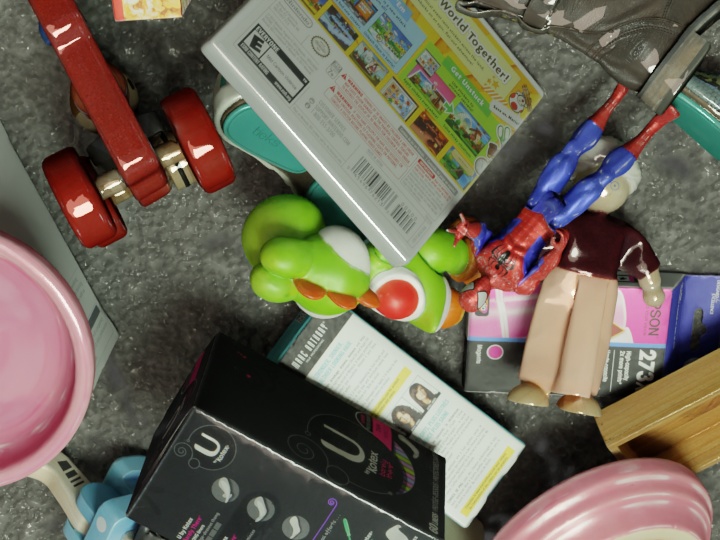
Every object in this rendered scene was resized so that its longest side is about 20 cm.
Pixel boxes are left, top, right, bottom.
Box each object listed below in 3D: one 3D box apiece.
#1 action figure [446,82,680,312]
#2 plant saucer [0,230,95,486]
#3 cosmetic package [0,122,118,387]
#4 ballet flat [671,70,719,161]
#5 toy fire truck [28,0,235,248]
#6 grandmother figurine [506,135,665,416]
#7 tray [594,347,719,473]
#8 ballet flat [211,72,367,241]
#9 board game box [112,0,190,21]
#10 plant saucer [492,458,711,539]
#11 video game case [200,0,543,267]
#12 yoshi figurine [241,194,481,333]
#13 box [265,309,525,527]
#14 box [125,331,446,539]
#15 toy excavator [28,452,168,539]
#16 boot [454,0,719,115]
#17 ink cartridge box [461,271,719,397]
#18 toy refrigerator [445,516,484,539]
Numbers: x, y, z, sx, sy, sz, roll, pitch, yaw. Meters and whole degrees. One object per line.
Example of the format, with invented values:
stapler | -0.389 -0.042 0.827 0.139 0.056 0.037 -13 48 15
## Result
action figure | 0.131 -0.051 1.026 0.065 0.099 0.200 40 95 13
plant saucer | -0.279 0.053 1.030 0.200 0.051 0.201 0 112 1
cosmetic package | -0.321 0.025 1.113 0.199 0.123 0.201 -23 108 11
ballet flat | 0.291 -0.093 1.078 0.200 0.074 0.074 42 108 -16
toy fire truck | -0.170 -0.113 1.016 0.112 0.200 0.168 -26 93 -4
grandmother figurine | 0.165 0.002 1.089 0.121 0.061 0.201 9 92 -15
tray | 0.287 0.095 1.141 0.200 0.037 0.099 -29 139 14
ballet flat | -0.034 -0.087 1.077 0.069 0.070 0.200 -37 135 16
board game box | -0.136 -0.276 0.965 0.046 0.152 0.201 -3 112 3
plant saucer | 0.187 0.231 1.159 0.200 0.051 0.201 -14 135 -15
video game case | 0.014 -0.135 1.024 0.200 0.023 0.182 48 62 -15
yoshi figurine | -0.004 -0.014 1.069 0.200 0.112 0.113 4 87 -42
box | 0.024 0.106 1.157 0.200 0.049 0.082 38 86 -12
box | -0.048 0.153 1.072 0.200 0.122 0.106 29 111 -10
toy excavator | -0.208 0.187 1.188 0.200 0.194 0.100 43 121 32
boot | 0.180 -0.220 1.015 0.174 0.069 0.200 35 83 7
ink cartridge box | 0.179 0.048 1.150 0.199 0.037 0.095 1 113 0
toy refrigerator | 0.002 0.186 1.190 0.200 0.076 0.070 37 109 -13
